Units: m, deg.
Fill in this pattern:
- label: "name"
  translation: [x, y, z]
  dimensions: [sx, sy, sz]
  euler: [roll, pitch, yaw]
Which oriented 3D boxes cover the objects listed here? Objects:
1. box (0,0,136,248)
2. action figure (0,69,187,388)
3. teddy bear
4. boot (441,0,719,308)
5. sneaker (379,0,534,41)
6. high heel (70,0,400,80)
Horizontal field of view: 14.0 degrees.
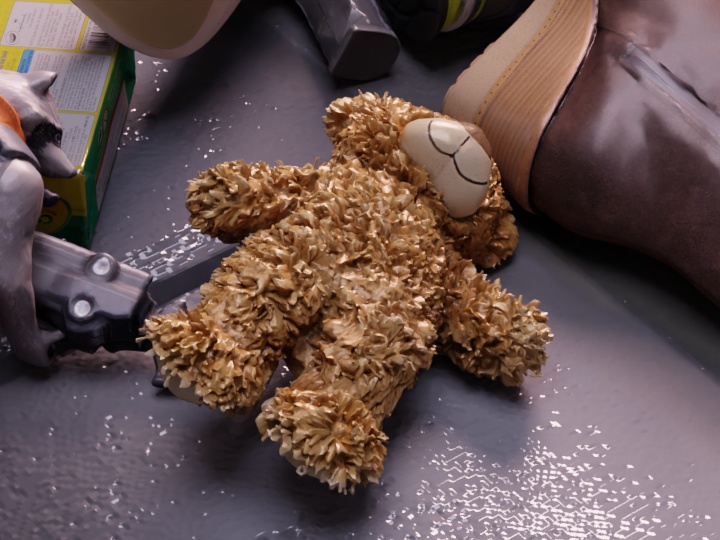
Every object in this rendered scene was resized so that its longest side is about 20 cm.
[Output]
- label: "box"
  translation: [-0.202, -0.066, 1.223]
  dimensions: [0.200, 0.048, 0.117]
  euler: [5, 42, 5]
- label: "action figure"
  translation: [-0.144, 0.004, 1.093]
  dimensions: [0.200, 0.105, 0.194]
  euler: [14, 55, 5]
- label: "teddy bear"
  translation: [0.000, 0.000, 1.107]
  dimensions: [0.145, 0.067, 0.200]
  euler: [40, 48, 23]
- label: "boot"
  translation: [0.149, -0.086, 1.191]
  dimensions: [0.166, 0.072, 0.200]
  euler: [32, 74, 30]
- label: "sneaker"
  translation: [0.035, -0.171, 1.327]
  dimensions: [0.081, 0.074, 0.200]
  euler: [-1, 42, -21]
- label: "high heel"
  translation: [-0.083, -0.156, 1.256]
  dimensions: [0.200, 0.071, 0.143]
  euler: [17, 33, -37]
